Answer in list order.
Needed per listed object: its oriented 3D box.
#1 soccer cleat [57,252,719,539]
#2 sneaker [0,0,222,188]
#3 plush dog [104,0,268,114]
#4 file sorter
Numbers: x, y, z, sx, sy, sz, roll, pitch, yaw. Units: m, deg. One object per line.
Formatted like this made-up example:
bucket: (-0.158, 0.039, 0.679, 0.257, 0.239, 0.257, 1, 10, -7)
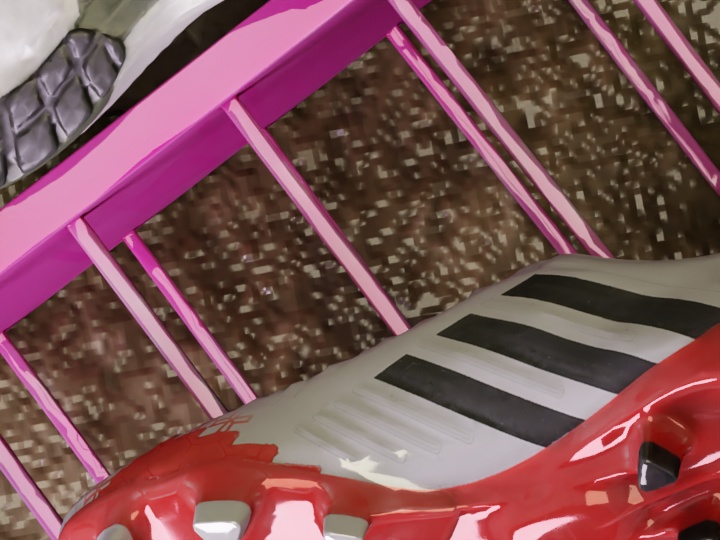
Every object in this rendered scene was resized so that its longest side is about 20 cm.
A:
soccer cleat: (0.026, 0.038, 0.655, 0.199, 0.085, 0.069, -18, 119, 23)
sneaker: (-0.038, -0.094, 0.687, 0.199, 0.089, 0.077, -28, 104, 12)
plush dog: (-0.076, -0.123, 0.773, 0.199, 0.161, 0.172, -27, 112, 4)
file sorter: (0.000, 0.000, 0.753, 0.200, 0.139, 0.126, -38, 88, 1)
